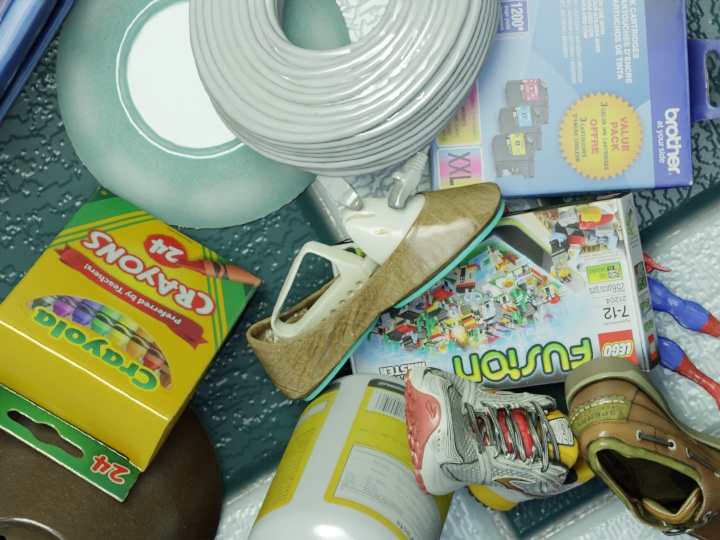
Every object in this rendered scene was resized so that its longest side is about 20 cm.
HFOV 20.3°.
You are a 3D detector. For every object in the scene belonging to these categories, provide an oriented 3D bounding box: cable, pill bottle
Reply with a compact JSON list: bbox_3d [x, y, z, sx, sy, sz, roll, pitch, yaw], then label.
[{"bbox_3d":[-0.014,-0.160,1.227,0.199,0.069,0.201,32,89,23],"label":"cable"},{"bbox_3d":[-0.009,0.163,1.236,0.111,0.201,0.113,9,126,12],"label":"pill bottle"}]

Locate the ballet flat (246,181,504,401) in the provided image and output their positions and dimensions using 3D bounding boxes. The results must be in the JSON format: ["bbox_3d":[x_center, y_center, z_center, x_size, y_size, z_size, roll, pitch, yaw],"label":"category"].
[{"bbox_3d":[0.000,0.000,1.254,0.072,0.068,0.200,39,118,-15],"label":"ballet flat"}]

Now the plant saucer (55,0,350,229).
[{"bbox_3d":[-0.103,-0.128,1.310,0.199,0.039,0.203,0,94,1],"label":"plant saucer"}]

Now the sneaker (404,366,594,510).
[{"bbox_3d":[0.087,0.098,1.239,0.081,0.200,0.079,-14,73,25],"label":"sneaker"}]

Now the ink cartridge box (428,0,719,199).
[{"bbox_3d":[0.139,-0.117,1.286,0.198,0.076,0.138,-4,94,1],"label":"ink cartridge box"}]

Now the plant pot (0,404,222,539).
[{"bbox_3d":[-0.189,0.165,1.241,0.185,0.200,0.189,1,101,3],"label":"plant pot"}]

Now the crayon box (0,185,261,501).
[{"bbox_3d":[-0.153,0.041,1.244,0.126,0.200,0.051,30,126,-1],"label":"crayon box"}]

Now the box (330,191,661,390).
[{"bbox_3d":[0.085,0.020,1.282,0.198,0.035,0.111,-10,94,23],"label":"box"}]

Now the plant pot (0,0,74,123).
[{"bbox_3d":[-0.285,-0.176,1.242,0.199,0.180,0.201,32,95,0],"label":"plant pot"}]

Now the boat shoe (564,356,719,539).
[{"bbox_3d":[0.193,0.135,1.262,0.072,0.068,0.200,-33,128,29],"label":"boat shoe"}]

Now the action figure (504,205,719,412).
[{"bbox_3d":[0.168,0.015,1.309,0.199,0.052,0.066,33,98,2],"label":"action figure"}]
